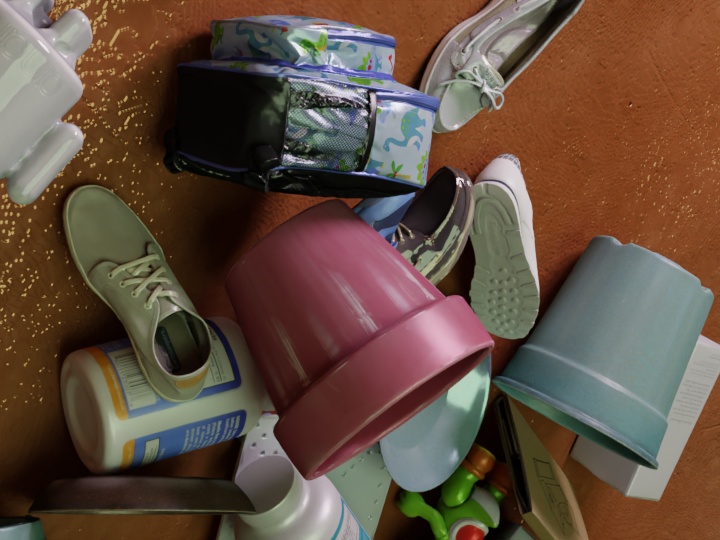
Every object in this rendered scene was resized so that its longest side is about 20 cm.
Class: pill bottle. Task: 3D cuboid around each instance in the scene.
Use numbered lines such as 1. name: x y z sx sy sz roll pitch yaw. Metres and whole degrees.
1. pill bottle: -0.053 0.269 1.308 0.111 0.111 0.201 -40 128 -13
2. pill bottle: -0.155 0.104 1.189 0.199 0.112 0.113 -13 119 -31

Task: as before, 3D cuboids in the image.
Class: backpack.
1. backpack: -0.037 -0.134 1.114 0.199 0.183 0.148 7 95 -36

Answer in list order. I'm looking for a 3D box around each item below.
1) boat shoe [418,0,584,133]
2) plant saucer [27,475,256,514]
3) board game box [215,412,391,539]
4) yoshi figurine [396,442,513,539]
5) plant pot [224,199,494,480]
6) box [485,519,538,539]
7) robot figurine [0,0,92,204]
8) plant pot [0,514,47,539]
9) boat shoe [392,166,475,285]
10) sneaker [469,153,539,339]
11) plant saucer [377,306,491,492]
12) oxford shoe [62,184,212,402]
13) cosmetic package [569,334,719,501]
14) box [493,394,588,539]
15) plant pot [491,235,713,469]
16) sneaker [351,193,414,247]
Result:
1. boat shoe: 0.134 -0.211 1.277 0.202 0.065 0.075 -46 130 -9
2. plant saucer: -0.191 0.200 1.176 0.199 0.199 0.032 10 75 -38
3. board game box: -0.059 0.237 1.377 0.199 0.026 0.201 5 108 -37
4. yoshi figurine: 0.090 0.291 1.484 0.201 0.112 0.112 -60 166 -12
5. plant pot: -0.016 0.049 1.129 0.199 0.180 0.200 -34 170 -7
6. box: 0.120 0.371 1.499 0.200 0.041 0.156 -50 175 -6
7. robot figurine: -0.286 -0.128 0.983 0.169 0.113 0.200 42 83 -2
8. plant pot: -0.324 0.279 1.118 0.199 0.200 0.135 -1 85 -35
9. boat shoe: 0.041 -0.015 1.298 0.073 0.074 0.201 27 94 -40
10. sneaker: 0.154 -0.021 1.375 0.081 0.076 0.201 -61 151 -51
11. plant saucer: 0.067 0.128 1.385 0.200 0.038 0.203 -17 113 -49
12. oxford shoe: -0.180 0.014 1.107 0.075 0.058 0.201 -27 86 -31
13. cosmetic package: 0.341 0.159 1.578 0.071 0.101 0.201 15 103 -40
14. box: 0.212 0.258 1.502 0.021 0.164 0.200 -25 131 14
15. plant pot: 0.274 0.081 1.448 0.200 0.200 0.197 34 82 -41
16. sneaker: 0.000 0.000 1.242 0.201 0.082 0.074 -55 168 20
